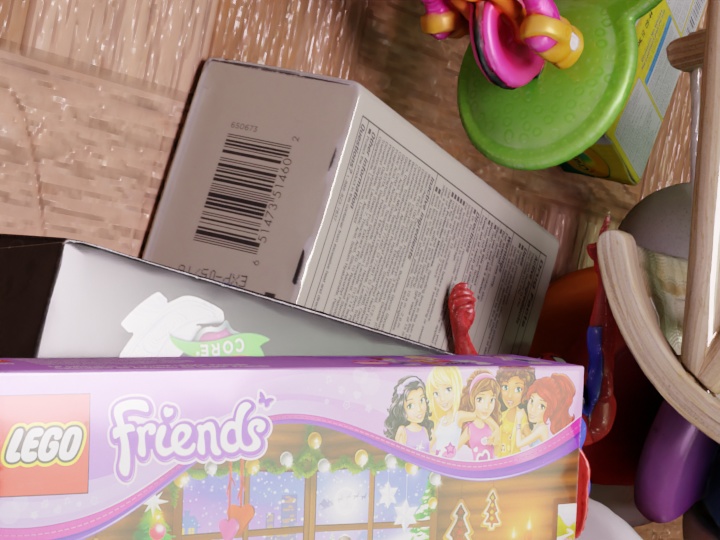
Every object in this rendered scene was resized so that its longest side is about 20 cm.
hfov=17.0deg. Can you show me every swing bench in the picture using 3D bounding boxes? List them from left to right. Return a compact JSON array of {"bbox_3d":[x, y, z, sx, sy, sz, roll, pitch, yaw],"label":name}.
[{"bbox_3d":[0.189,-0.023,0.976,0.199,0.129,0.201,11,100,-68],"label":"swing bench"}]

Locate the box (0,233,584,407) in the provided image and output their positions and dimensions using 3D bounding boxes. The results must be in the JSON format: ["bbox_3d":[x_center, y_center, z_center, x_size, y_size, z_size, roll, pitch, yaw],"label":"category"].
[{"bbox_3d":[-0.055,0.081,0.757,0.199,0.124,0.149,17,83,-35],"label":"box"}]

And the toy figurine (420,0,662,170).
[{"bbox_3d":[0.033,-0.162,0.904,0.184,0.150,0.201,28,69,-49],"label":"toy figurine"}]

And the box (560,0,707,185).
[{"bbox_3d":[0.102,-0.137,1.117,0.118,0.048,0.200,-68,152,-19],"label":"box"}]

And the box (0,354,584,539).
[{"bbox_3d":[-0.028,0.093,0.677,0.199,0.039,0.138,1,93,-34],"label":"box"}]

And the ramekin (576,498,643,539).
[{"bbox_3d":[0.060,0.186,1.011,0.098,0.200,0.201,53,54,-44],"label":"ramekin"}]

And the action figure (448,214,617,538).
[{"bbox_3d":[0.065,0.036,0.921,0.200,0.065,0.100,-35,120,-80],"label":"action figure"}]

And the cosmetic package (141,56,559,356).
[{"bbox_3d":[0.000,0.000,0.953,0.200,0.073,0.104,35,71,-60],"label":"cosmetic package"}]

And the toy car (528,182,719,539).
[{"bbox_3d":[0.161,0.064,1.147,0.150,0.200,0.176,-9,123,-55],"label":"toy car"}]
